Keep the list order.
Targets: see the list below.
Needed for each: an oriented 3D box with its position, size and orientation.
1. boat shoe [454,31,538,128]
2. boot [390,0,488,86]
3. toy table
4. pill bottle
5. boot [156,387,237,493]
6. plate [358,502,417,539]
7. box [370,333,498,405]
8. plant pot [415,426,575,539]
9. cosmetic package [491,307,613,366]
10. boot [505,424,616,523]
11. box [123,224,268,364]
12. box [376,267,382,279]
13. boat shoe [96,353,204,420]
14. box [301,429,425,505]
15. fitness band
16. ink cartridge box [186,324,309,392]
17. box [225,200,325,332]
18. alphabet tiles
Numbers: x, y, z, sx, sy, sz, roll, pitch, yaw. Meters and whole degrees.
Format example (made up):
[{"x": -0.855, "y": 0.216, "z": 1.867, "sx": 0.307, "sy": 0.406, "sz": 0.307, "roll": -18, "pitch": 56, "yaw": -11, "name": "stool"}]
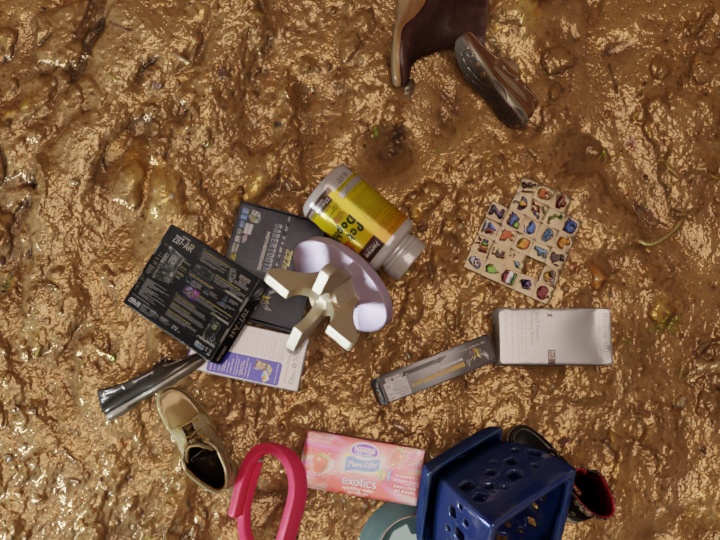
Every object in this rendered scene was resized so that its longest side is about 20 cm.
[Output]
[{"x": 0.245, "y": -0.348, "z": 1.773, "sx": 0.072, "sy": 0.076, "sz": 0.200, "roll": -45, "pitch": 109, "yaw": -17, "name": "boat shoe"}, {"x": 0.142, "y": -0.417, "z": 1.782, "sx": 0.166, "sy": 0.072, "sz": 0.200, "roll": 8, "pitch": 79, "yaw": -1, "name": "boot"}, {"x": -0.057, "y": 0.042, "z": 1.610, "sx": 0.200, "sy": 0.184, "sz": 0.117, "roll": 29, "pitch": 37, "yaw": 21, "name": "toy table"}, {"x": 0.010, "y": -0.076, "z": 1.647, "sx": 0.200, "sy": 0.109, "sz": 0.109, "roll": 40, "pitch": 82, "yaw": 2, "name": "pill bottle"}, {"x": -0.274, "y": 0.277, "z": 1.624, "sx": 0.073, "sy": 0.155, "sz": 0.200, "roll": -32, "pitch": 85, "yaw": -7, "name": "boot"}, {"x": 0.094, "y": 0.484, "z": 1.686, "sx": 0.200, "sy": 0.026, "sz": 0.201, "roll": 1, "pitch": 82, "yaw": -4, "name": "plate"}, {"x": 0.119, "y": 0.169, "z": 1.662, "sx": 0.200, "sy": 0.158, "sz": 0.048, "roll": -20, "pitch": 82, "yaw": -6, "name": "box"}, {"x": 0.203, "y": 0.380, "z": 1.588, "sx": 0.200, "sy": 0.200, "sz": 0.180, "roll": -25, "pitch": 42, "yaw": -35, "name": "plant pot"}, {"x": 0.332, "y": 0.116, "z": 1.726, "sx": 0.199, "sy": 0.074, "sz": 0.102, "roll": -1, "pitch": 83, "yaw": -2, "name": "cosmetic package"}, {"x": 0.336, "y": 0.339, "z": 1.653, "sx": 0.073, "sy": 0.151, "sz": 0.200, "roll": -34, "pitch": 87, "yaw": -15, "name": "boot"}, {"x": -0.279, "y": 0.039, "z": 1.672, "sx": 0.200, "sy": 0.044, "sz": 0.160, "roll": 30, "pitch": 88, "yaw": 20, "name": "box"}, {"x": 0.000, "y": 0.000, "z": 1.724, "sx": 0.070, "sy": 0.064, "sz": 0.200, "roll": -5, "pitch": 82, "yaw": -5, "name": "box"}, {"x": -0.357, "y": 0.181, "z": 1.662, "sx": 0.200, "sy": 0.067, "sz": 0.057, "roll": -31, "pitch": 82, "yaw": 9, "name": "boat shoe"}, {"x": 0.001, "y": 0.328, "z": 1.658, "sx": 0.200, "sy": 0.103, "sz": 0.095, "roll": 9, "pitch": 82, "yaw": 1, "name": "box"}, {"x": -0.151, "y": 0.382, "z": 1.628, "sx": 0.143, "sy": 0.037, "sz": 0.200, "roll": 22, "pitch": 100, "yaw": 42, "name": "fitness band"}, {"x": -0.194, "y": 0.143, "z": 1.708, "sx": 0.200, "sy": 0.037, "sz": 0.095, "roll": 13, "pitch": 83, "yaw": -4, "name": "ink cartridge box"}, {"x": -0.158, "y": -0.005, "z": 1.721, "sx": 0.157, "sy": 0.051, "sz": 0.200, "roll": 16, "pitch": 83, "yaw": -2, "name": "box"}, {"x": 0.298, "y": -0.062, "z": 1.780, "sx": 0.167, "sy": 0.008, "sz": 0.200, "roll": 24, "pitch": 81, "yaw": 0, "name": "alphabet tiles"}]
